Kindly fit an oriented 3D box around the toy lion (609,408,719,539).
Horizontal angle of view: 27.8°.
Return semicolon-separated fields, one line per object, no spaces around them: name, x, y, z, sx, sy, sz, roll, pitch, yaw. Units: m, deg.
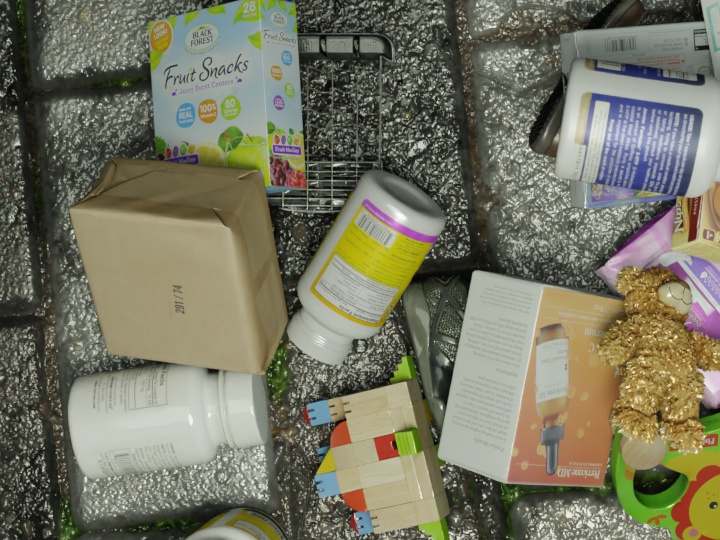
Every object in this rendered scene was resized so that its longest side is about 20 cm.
toy lion;0.360;0.221;1.518;0.199;0.069;0.193;-5;119;-3

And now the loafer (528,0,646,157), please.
loafer;0.255;-0.204;1.572;0.071;0.073;0.201;29;94;-10

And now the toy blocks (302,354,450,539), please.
toy blocks;0.011;0.206;1.578;0.136;0.100;0.201;-15;87;16

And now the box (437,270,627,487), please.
box;0.185;0.113;1.508;0.106;0.152;0.201;13;94;50

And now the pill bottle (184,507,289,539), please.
pill bottle;-0.139;0.318;1.526;0.113;0.200;0.115;0;89;6

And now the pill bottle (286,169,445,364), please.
pill bottle;0.000;0.000;1.555;0.104;0.104;0.201;34;110;5

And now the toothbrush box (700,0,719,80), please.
toothbrush box;0.466;-0.229;1.500;0.199;0.085;0.147;-10;88;-23

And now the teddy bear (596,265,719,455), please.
teddy bear;0.300;0.084;1.439;0.144;0.067;0.201;24;62;2

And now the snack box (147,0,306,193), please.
snack box;-0.145;-0.180;1.566;0.168;0.067;0.202;-6;86;37

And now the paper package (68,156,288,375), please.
paper package;-0.187;-0.004;1.527;0.189;0.104;0.201;6;129;17

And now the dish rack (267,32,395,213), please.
dish rack;-0.041;-0.164;1.601;0.152;0.055;0.202;1;91;7

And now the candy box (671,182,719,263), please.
candy box;0.424;-0.057;1.508;0.199;0.055;0.116;14;77;-17

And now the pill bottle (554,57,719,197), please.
pill bottle;0.294;-0.135;1.413;0.199;0.120;0.121;10;90;7

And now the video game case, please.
video game case;0.311;-0.165;1.528;0.199;0.045;0.183;-7;96;-16

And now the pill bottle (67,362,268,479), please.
pill bottle;-0.205;0.157;1.578;0.199;0.114;0.115;-8;88;5

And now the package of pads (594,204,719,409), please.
package of pads;0.356;0.037;1.548;0.120;0.076;0.200;-39;86;1

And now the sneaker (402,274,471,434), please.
sneaker;0.120;0.099;1.568;0.114;0.076;0.201;-14;82;11
